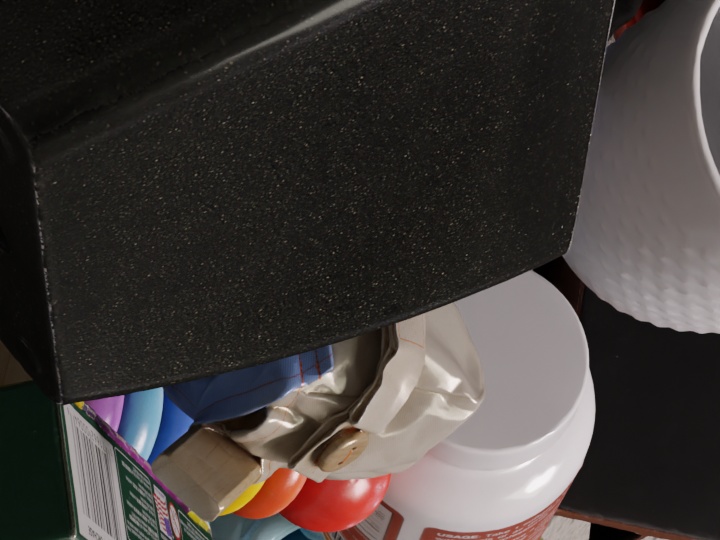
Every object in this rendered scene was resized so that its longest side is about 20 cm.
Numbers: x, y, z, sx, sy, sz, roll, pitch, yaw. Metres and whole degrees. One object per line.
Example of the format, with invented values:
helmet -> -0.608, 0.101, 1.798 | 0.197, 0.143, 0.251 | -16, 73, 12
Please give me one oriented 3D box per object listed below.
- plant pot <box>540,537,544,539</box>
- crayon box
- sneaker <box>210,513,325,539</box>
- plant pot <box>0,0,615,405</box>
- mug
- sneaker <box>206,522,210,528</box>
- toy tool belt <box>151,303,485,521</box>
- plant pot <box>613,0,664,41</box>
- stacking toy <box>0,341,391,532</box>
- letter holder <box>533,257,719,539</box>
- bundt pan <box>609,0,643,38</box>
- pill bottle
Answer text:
plant pot -> -0.009, 0.223, 1.384 | 0.189, 0.200, 0.201 | -22, 145, -33
crayon box -> -0.153, 0.106, 0.885 | 0.171, 0.059, 0.200 | -13, 159, 7
sneaker -> -0.020, 0.096, 1.263 | 0.200, 0.082, 0.074 | -53, 161, -4
plant pot -> -0.057, -0.080, 0.761 | 0.177, 0.200, 0.200 | -33, 154, -21
mug -> 0.176, -0.058, 1.104 | 0.200, 0.148, 0.175 | -34, -177, -26
sneaker -> -0.125, 0.177, 1.178 | 0.200, 0.070, 0.094 | -53, -174, 29
toy tool belt -> -0.051, -0.013, 0.890 | 0.122, 0.201, 0.125 | -10, 155, -39
plant pot -> 0.224, -0.143, 1.287 | 0.201, 0.200, 0.195 | -54, 168, 2
stacking toy -> -0.067, 0.065, 0.995 | 0.199, 0.085, 0.086 | 19, 109, -41
letter holder -> 0.139, 0.049, 1.319 | 0.142, 0.100, 0.201 | 126, -24, -70
bundt pan -> 0.077, -0.163, 1.003 | 0.202, 0.076, 0.202 | -49, 163, -21
pill bottle -> 0.041, 0.070, 1.136 | 0.112, 0.112, 0.200 | -46, 170, -20
